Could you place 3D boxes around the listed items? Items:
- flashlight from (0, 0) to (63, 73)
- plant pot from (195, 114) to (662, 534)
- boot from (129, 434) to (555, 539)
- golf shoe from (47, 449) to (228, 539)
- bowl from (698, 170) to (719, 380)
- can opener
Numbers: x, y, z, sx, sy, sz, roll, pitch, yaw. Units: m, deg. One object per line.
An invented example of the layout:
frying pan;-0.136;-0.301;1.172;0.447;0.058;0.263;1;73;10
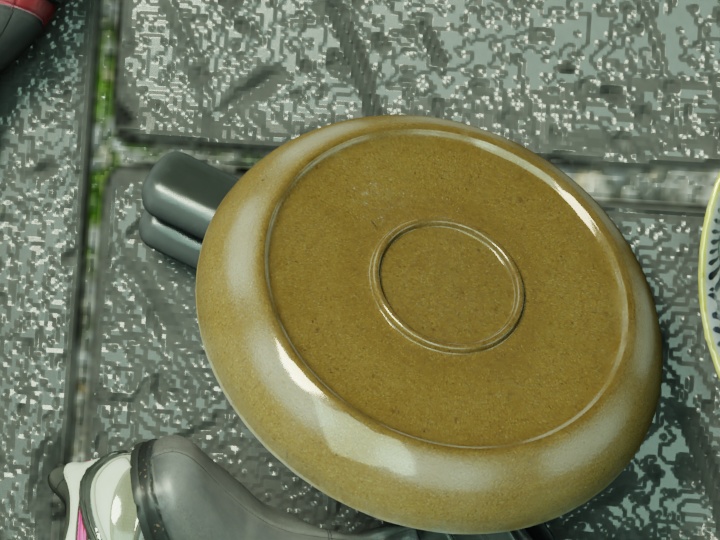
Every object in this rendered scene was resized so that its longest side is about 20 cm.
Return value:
flashlight;-0.181;-0.058;0.929;0.067;0.068;0.202;16;89;11
plant pot;0.033;0.011;0.865;0.198;0.028;0.201;7;54;-10
boot;0.007;0.112;0.859;0.131;0.070;0.200;-26;130;18
golf shoe;-0.106;0.179;0.920;0.091;0.073;0.202;5;83;25
bowl;0.235;0.004;0.869;0.199;0.094;0.203;0;89;7
can opener;0.000;0.000;0.923;0.198;0.053;0.067;21;57;5
